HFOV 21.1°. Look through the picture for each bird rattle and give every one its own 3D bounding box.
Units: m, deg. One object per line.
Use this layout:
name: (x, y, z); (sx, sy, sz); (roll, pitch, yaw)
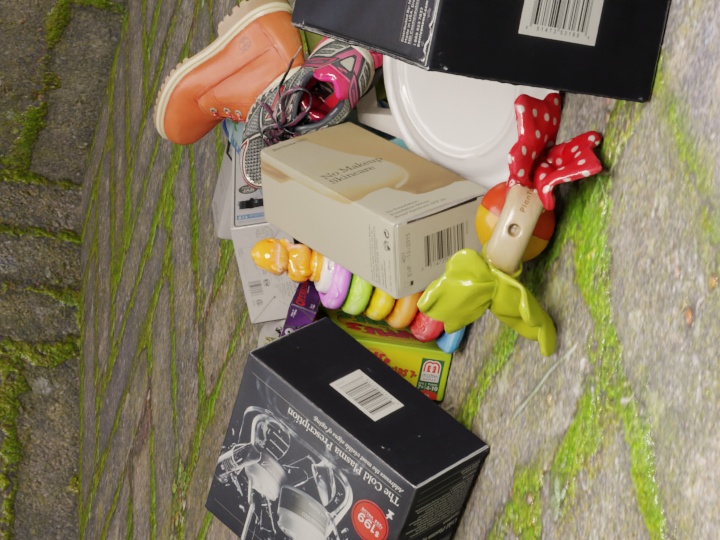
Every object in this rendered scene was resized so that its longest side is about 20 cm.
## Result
bird rattle: (0.116, -0.043, 1.502); (0.163, 0.112, 0.202); (-77, 0, -82)

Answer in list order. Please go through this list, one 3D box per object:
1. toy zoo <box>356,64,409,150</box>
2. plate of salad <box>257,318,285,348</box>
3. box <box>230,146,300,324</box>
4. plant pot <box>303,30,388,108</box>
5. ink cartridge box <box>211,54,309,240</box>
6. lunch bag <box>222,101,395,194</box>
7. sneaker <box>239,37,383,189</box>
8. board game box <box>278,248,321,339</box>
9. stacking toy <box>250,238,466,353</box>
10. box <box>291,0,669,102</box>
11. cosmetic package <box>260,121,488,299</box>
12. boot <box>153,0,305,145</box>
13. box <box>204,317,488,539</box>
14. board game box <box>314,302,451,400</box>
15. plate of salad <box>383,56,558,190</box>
toy zoo: (0.036, -0.195, 1.713); (0.131, 0.020, 0.202); (11, 117, 48)
plate of salad: (-0.056, 0.145, 1.957); (0.200, 0.048, 0.201); (43, 148, 37)
box: (-0.094, -0.049, 1.984); (0.200, 0.060, 0.117); (-96, -4, -60)
plant pot: (0.016, -0.251, 1.835); (0.200, 0.198, 0.192); (-172, 77, -74)
ink cartridge box: (-0.070, -0.131, 2.110); (0.084, 0.143, 0.201); (-110, 32, -60)
lunch bag: (-0.036, -0.127, 1.920); (0.200, 0.160, 0.083); (54, 143, 43)
sneaker: (-0.058, -0.141, 1.744); (0.200, 0.080, 0.075); (-49, 3, 43)
board game box: (-0.071, 0.086, 1.783); (0.120, 0.032, 0.201); (-64, -5, -61)
stacking toy: (0.000, 0.000, 1.690); (0.116, 0.198, 0.110); (-108, 29, -56)
box: (0.086, -0.207, 1.401); (0.198, 0.199, 0.124); (25, 107, 56)
cosmetic package: (0.010, -0.055, 1.630); (0.200, 0.105, 0.072); (29, 131, 47)
boot: (-0.122, -0.165, 1.849); (0.200, 0.075, 0.108); (-42, 67, 36)
box: (-0.016, 0.179, 1.665); (0.200, 0.104, 0.183); (37, 128, 27)
board game box: (0.008, 0.065, 1.816); (0.200, 0.101, 0.048); (-135, 56, -71)
plate of salad: (0.096, -0.167, 1.610); (0.199, 0.048, 0.202); (13, 108, 45)
